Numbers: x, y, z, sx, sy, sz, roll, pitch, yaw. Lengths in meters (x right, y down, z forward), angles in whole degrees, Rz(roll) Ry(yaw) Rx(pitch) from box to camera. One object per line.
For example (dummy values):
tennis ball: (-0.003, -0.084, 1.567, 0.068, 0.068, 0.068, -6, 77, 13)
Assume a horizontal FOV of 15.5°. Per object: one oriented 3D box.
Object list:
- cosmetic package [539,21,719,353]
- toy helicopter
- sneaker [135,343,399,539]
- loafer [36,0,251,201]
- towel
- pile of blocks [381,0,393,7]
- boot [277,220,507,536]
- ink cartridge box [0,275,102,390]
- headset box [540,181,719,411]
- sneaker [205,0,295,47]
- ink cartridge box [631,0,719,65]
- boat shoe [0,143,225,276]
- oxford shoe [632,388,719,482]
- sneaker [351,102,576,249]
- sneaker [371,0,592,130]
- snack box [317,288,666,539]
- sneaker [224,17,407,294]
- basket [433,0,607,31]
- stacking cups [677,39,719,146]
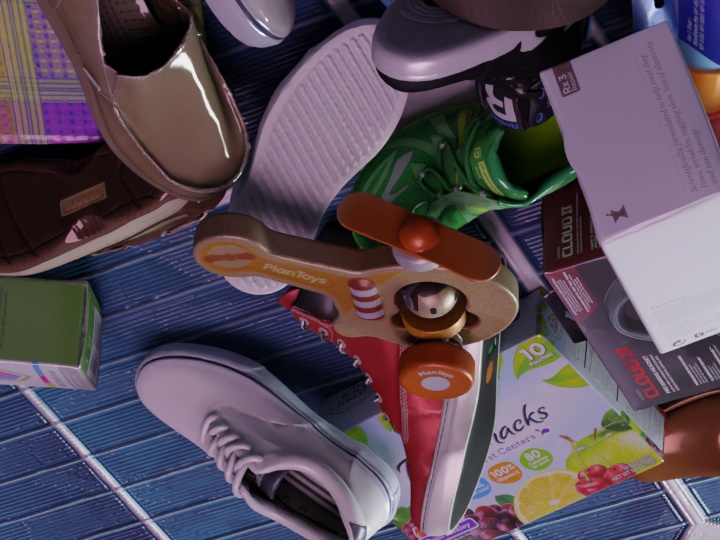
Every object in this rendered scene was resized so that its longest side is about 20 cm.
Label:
cosmetic package: (0.170, -0.042, 1.484, 0.081, 0.113, 0.200, -21, 158, 7)
toy helicopter: (0.000, 0.000, 1.561, 0.199, 0.079, 0.132, 14, 149, -15)
sneaker: (-0.068, 0.116, 1.766, 0.200, 0.071, 0.073, 29, 120, 10)
loafer: (-0.123, -0.116, 1.523, 0.067, 0.076, 0.200, 23, 153, 55)
towel: (-0.190, -0.134, 1.596, 0.199, 0.023, 0.144, 0, 136, 4)
pile of blocks: (0.031, -0.197, 1.494, 0.062, 0.082, 0.200, -42, 145, -13)
boot: (0.014, 0.069, 1.717, 0.144, 0.072, 0.201, 10, 110, 15)
ink cartridge box: (-0.273, 0.037, 1.728, 0.199, 0.060, 0.104, 4, 169, 1)
headset box: (0.215, -0.001, 1.664, 0.199, 0.077, 0.149, -18, 133, 20)
sneaker: (-0.061, -0.205, 1.468, 0.071, 0.073, 0.200, -3, 136, 18)
ink cartridge box: (0.244, -0.172, 1.439, 0.199, 0.039, 0.100, -22, 146, -7)
boat shoe: (-0.171, -0.036, 1.664, 0.202, 0.075, 0.075, -10, 166, 34)
oxford shoe: (0.267, 0.119, 1.794, 0.199, 0.071, 0.071, -13, 136, 20)
sneaker: (0.073, -0.069, 1.587, 0.200, 0.084, 0.074, -26, 92, 21)
sneaker: (0.075, -0.115, 1.459, 0.073, 0.200, 0.112, 22, 129, 27)
snack box: (0.087, 0.109, 1.802, 0.200, 0.053, 0.142, -29, 120, 31)
sneaker: (-0.032, -0.083, 1.601, 0.074, 0.082, 0.200, 26, 121, -15)
basket: (0.085, -0.234, 1.345, 0.136, 0.180, 0.200, 18, 138, 17)
stacking cups: (0.202, -0.148, 1.530, 0.060, 0.061, 0.200, 3, 142, 2)
